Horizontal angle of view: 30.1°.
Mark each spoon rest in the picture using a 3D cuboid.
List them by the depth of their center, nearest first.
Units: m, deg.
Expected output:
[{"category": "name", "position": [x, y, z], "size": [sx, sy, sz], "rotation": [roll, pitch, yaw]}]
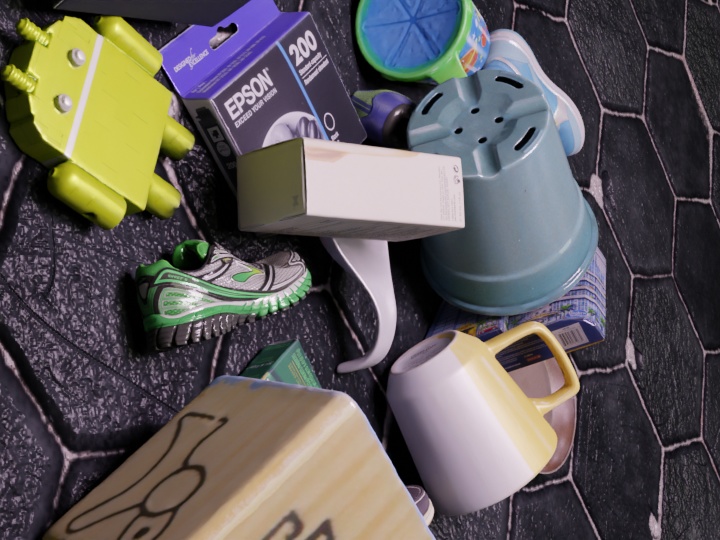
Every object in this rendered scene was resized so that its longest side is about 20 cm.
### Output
[{"category": "spoon rest", "position": [0.000, 0.000, 1.337], "size": [0.099, 0.060, 0.202], "rotation": [-9, 94, -55]}]

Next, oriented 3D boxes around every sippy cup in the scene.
[{"category": "sippy cup", "position": [0.081, -0.266, 1.503], "size": [0.130, 0.139, 0.179], "rotation": [15, 76, -64]}]

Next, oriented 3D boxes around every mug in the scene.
[{"category": "mug", "position": [0.114, 0.138, 1.401], "size": [0.186, 0.149, 0.154], "rotation": [-40, 103, -36]}]

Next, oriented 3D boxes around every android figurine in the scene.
[{"category": "android figurine", "position": [-0.218, -0.129, 1.112], "size": [0.200, 0.041, 0.183], "rotation": [41, 49, -42]}]

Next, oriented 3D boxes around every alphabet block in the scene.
[{"category": "alphabet block", "position": [-0.082, 0.219, 1.011], "size": [0.200, 0.195, 0.197], "rotation": [-41, 112, -28]}]

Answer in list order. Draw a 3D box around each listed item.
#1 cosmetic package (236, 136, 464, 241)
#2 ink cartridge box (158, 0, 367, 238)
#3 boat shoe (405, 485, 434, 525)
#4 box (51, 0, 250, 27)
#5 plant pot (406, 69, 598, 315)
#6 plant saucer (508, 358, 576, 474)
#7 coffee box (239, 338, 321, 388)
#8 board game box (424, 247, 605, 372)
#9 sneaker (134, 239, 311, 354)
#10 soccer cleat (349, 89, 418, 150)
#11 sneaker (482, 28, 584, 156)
[{"category": "cosmetic package", "position": [-0.007, -0.072, 1.246], "size": [0.199, 0.105, 0.072], "rotation": [3, 81, -43]}, {"category": "ink cartridge box", "position": [-0.088, -0.167, 1.301], "size": [0.201, 0.043, 0.198], "rotation": [61, 39, -20]}, {"category": "boat shoe", "position": [0.001, 0.234, 1.273], "size": [0.199, 0.072, 0.065], "rotation": [-17, 98, -49]}, {"category": "box", "position": [-0.183, -0.324, 1.129], "size": [0.199, 0.123, 0.200], "rotation": [-6, 72, -54]}, {"category": "plant pot", "position": [0.139, -0.090, 1.407], "size": [0.197, 0.199, 0.201], "rotation": [68, 30, -50]}, {"category": "plant saucer", "position": [0.200, 0.144, 1.611], "size": [0.200, 0.032, 0.202], "rotation": [21, 63, -49]}, {"category": "coffee box", "position": [-0.090, 0.166, 1.188], "size": [0.200, 0.044, 0.124], "rotation": [-48, 119, -49]}, {"category": "board game box", "position": [0.173, 0.027, 1.509], "size": [0.062, 0.199, 0.200], "rotation": [57, 26, -27]}, {"category": "sneaker", "position": [-0.115, 0.008, 1.176], "size": [0.200, 0.078, 0.086], "rotation": [-19, 94, -54]}, {"category": "soccer cleat", "position": [0.049, -0.159, 1.473], "size": [0.065, 0.083, 0.200], "rotation": [-60, 157, 6]}, {"category": "sneaker", "position": [0.205, -0.192, 1.689], "size": [0.200, 0.079, 0.131], "rotation": [46, 42, -22]}]
